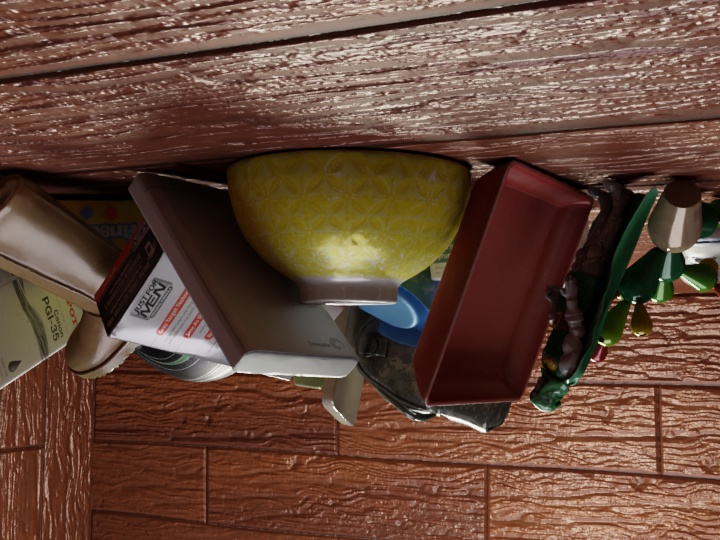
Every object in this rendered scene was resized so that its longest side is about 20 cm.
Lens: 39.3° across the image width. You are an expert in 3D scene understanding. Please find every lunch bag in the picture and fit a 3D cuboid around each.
[{"bbox_3d":[0.090,0.098,1.136,0.167,0.140,0.200,14,180,14],"label":"lunch bag"}]

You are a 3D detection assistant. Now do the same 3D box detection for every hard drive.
[{"bbox_3d":[-0.096,0.003,0.829,0.132,0.200,0.027,10,128,-50],"label":"hard drive"}]

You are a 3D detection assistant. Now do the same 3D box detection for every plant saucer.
[{"bbox_3d":[0.118,0.014,0.854,0.037,0.201,0.199,22,-174,31],"label":"plant saucer"}]

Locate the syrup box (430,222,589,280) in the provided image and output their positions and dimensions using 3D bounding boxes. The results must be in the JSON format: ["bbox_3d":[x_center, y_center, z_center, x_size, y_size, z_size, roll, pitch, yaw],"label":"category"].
[{"bbox_3d":[0.153,-0.025,1.005,0.078,0.082,0.200,-6,174,37],"label":"syrup box"}]

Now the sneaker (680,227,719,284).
[{"bbox_3d":[0.395,-0.018,1.150,0.073,0.071,0.200,-1,176,19],"label":"sneaker"}]

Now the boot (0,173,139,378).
[{"bbox_3d":[-0.281,0.009,0.926,0.175,0.066,0.200,-35,133,24],"label":"boot"}]

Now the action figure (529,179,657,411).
[{"bbox_3d":[0.188,0.025,0.861,0.054,0.201,0.118,19,174,-1],"label":"action figure"}]

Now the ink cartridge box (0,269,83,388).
[{"bbox_3d":[-0.391,0.037,1.060,0.082,0.147,0.200,-6,-163,22],"label":"ink cartridge box"}]

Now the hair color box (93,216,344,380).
[{"bbox_3d":[-0.124,0.028,0.909,0.200,0.102,0.061,20,-154,-41],"label":"hair color box"}]

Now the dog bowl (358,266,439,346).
[{"bbox_3d":[0.000,0.000,1.004,0.199,0.050,0.112,27,152,14],"label":"dog bowl"}]

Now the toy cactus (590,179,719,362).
[{"bbox_3d":[0.278,-0.010,0.897,0.200,0.102,0.165,-33,148,-14],"label":"toy cactus"}]

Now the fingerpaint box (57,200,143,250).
[{"bbox_3d":[-0.228,-0.030,1.044,0.199,0.074,0.167,0,177,3],"label":"fingerpaint box"}]

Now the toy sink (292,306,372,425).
[{"bbox_3d":[-0.052,0.057,1.118,0.112,0.201,0.130,6,163,13],"label":"toy sink"}]

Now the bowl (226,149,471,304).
[{"bbox_3d":[-0.010,-0.027,0.817,0.199,0.108,0.200,0,177,0],"label":"bowl"}]

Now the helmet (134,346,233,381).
[{"bbox_3d":[-0.210,0.049,1.348,0.190,0.201,0.200,7,179,21],"label":"helmet"}]
